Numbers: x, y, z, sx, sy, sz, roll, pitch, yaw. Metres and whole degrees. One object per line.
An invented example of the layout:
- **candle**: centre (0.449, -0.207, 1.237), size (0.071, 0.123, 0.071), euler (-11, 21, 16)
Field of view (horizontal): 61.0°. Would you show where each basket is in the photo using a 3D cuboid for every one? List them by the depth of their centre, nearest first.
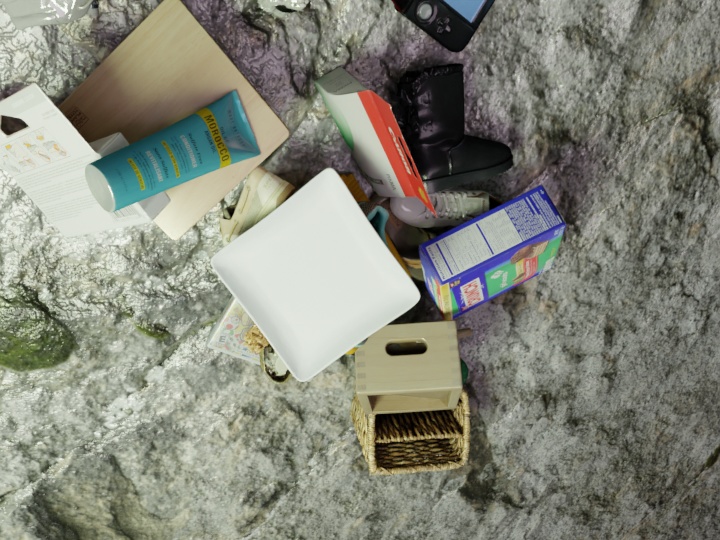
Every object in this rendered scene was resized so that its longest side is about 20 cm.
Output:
- **basket**: centre (0.097, 0.253, 1.080), size (0.196, 0.150, 0.145), euler (4, 119, -20)

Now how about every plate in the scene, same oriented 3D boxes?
- **plate**: centre (-0.056, 0.008, 0.773), size (0.198, 0.032, 0.201), euler (-35, 98, 10)

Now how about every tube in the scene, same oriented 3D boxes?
- **tube**: centre (-0.196, -0.127, 0.663), size (0.199, 0.050, 0.079), euler (-38, 121, -38)

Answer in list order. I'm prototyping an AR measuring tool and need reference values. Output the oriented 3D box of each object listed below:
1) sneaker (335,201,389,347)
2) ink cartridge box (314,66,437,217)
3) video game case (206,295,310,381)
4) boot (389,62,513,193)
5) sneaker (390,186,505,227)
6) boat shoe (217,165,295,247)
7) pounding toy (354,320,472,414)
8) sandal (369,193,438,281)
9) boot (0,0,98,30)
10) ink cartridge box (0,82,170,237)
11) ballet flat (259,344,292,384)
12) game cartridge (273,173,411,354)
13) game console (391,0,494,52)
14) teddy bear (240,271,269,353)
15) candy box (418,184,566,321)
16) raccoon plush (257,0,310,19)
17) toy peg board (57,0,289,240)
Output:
- **sneaker**: centre (0.000, 0.000, 0.814), size (0.077, 0.090, 0.204), euler (2, 85, -41)
- **ink cartridge box**: centre (0.017, -0.158, 0.777), size (0.050, 0.201, 0.162), euler (-29, 124, 1)
- **video game case**: centre (-0.118, 0.079, 0.979), size (0.198, 0.023, 0.183), euler (25, 109, -29)
- **boot**: centre (0.135, -0.208, 0.868), size (0.196, 0.073, 0.165), euler (-19, 111, -26)
- **sneaker**: centre (0.142, -0.101, 0.915), size (0.197, 0.084, 0.074), euler (4, 86, -27)
- **boat shoe**: centre (-0.159, -0.065, 0.834), size (0.065, 0.073, 0.200), euler (37, 135, -7)
- **pounding toy**: centre (0.095, 0.141, 0.977), size (0.196, 0.145, 0.185), euler (-4, 156, 3)
- **sandal**: centre (0.083, -0.044, 0.956), size (0.080, 0.054, 0.200), euler (-38, 124, 6)
- **boot**: centre (-0.299, -0.328, 0.656), size (0.196, 0.074, 0.097), euler (-16, 130, 1)
- **ink cartridge box**: centre (-0.336, -0.123, 0.696), size (0.197, 0.045, 0.177), euler (-4, 131, 38)
- **ballet flat**: centre (-0.122, 0.089, 0.930), size (0.069, 0.071, 0.203), euler (-4, 120, -17)
- **game cartridge**: centre (-0.020, -0.014, 0.875), size (0.177, 0.032, 0.202), euler (-50, 121, -33)
- **game console**: centre (0.133, -0.382, 0.735), size (0.171, 0.119, 0.201), euler (24, 110, -29)
- **teddy bear**: centre (-0.104, 0.061, 0.867), size (0.199, 0.066, 0.147), euler (35, 74, -33)
- **candy box**: centre (0.194, -0.019, 0.916), size (0.197, 0.078, 0.169), euler (-26, 156, 0)
- **raccoon plush**: centre (-0.122, -0.383, 0.691), size (0.096, 0.134, 0.203), euler (-25, 93, 15)
- **toy peg board**: centre (-0.224, -0.185, 0.759), size (0.199, 0.098, 0.200), euler (-41, 108, 6)
